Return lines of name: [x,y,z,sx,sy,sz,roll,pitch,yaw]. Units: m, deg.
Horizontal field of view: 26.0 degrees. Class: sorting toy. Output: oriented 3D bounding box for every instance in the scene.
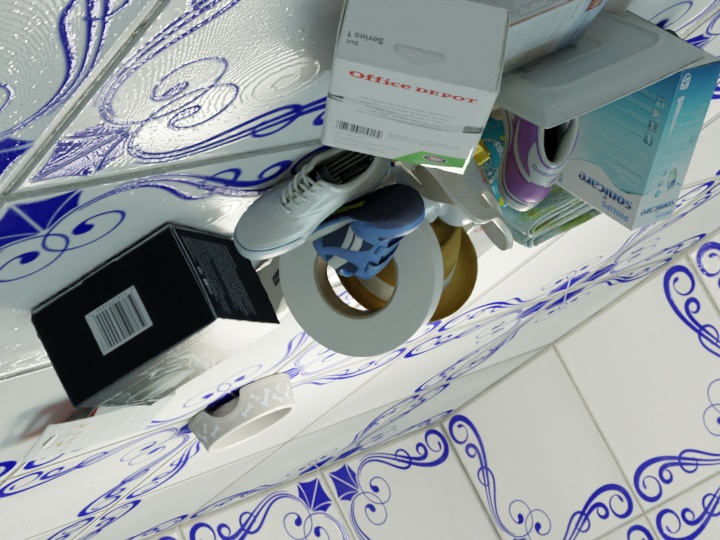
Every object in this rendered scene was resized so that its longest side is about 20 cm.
sorting toy: [0.095,-0.104,1.620,0.106,0.181,0.200,-35,156,8]

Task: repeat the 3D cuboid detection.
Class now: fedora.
fedora: [0.063,-0.030,1.910,0.199,0.202,0.082,-20,158,-31]

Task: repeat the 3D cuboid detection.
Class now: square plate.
square plate: [0.219,-0.218,1.612,0.197,0.029,0.200,-24,-150,-17]

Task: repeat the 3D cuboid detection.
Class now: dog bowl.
dog bowl: [-0.201,0.253,2.731,0.198,0.059,0.200,-27,167,-7]

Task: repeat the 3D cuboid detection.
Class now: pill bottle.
pill bottle: [0.144,-0.123,1.870,0.198,0.112,0.111,-25,167,-16]

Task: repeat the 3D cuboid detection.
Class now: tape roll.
tape roll: [0.000,0.000,1.842,0.202,0.204,0.037,-33,177,23]

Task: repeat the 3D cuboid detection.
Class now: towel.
towel: [0.224,-0.112,1.963,0.170,0.200,0.049,-23,127,-19]

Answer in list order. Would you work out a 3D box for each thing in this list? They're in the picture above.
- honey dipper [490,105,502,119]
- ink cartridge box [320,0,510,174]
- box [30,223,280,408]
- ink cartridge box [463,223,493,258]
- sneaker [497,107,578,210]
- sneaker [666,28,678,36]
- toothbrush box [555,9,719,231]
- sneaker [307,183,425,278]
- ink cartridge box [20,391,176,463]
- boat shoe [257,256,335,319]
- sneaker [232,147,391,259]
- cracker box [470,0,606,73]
honey dipper: [0.121,-0.183,1.762,0.199,0.038,0.038,-13,161,-44]
ink cartridge box: [0.045,-0.170,1.393,0.144,0.085,0.200,12,162,-2]
box: [-0.227,0.055,1.759,0.199,0.125,0.196,-31,169,14]
ink cartridge box: [0.133,-0.066,2.131,0.144,0.088,0.200,-19,166,-39]
sneaker: [0.197,-0.173,1.647,0.072,0.202,0.114,12,148,-14]
sneaker: [0.329,-0.226,1.970,0.107,0.068,0.202,-23,163,-16]
toothbrush box: [0.303,-0.170,1.762,0.085,0.146,0.202,-15,129,-42]
sneaker: [0.017,-0.040,1.740,0.074,0.083,0.199,-39,-166,-29]
ink cartridge box: [-0.379,0.207,2.227,0.198,0.051,0.162,-10,160,-32]
boat shoe: [-0.076,0.009,1.996,0.092,0.075,0.200,-12,161,-32]
sneaker: [-0.057,-0.088,1.705,0.199,0.073,0.071,-36,159,-9]
cracker box: [0.140,-0.240,1.526,0.198,0.058,0.134,-24,168,-17]
